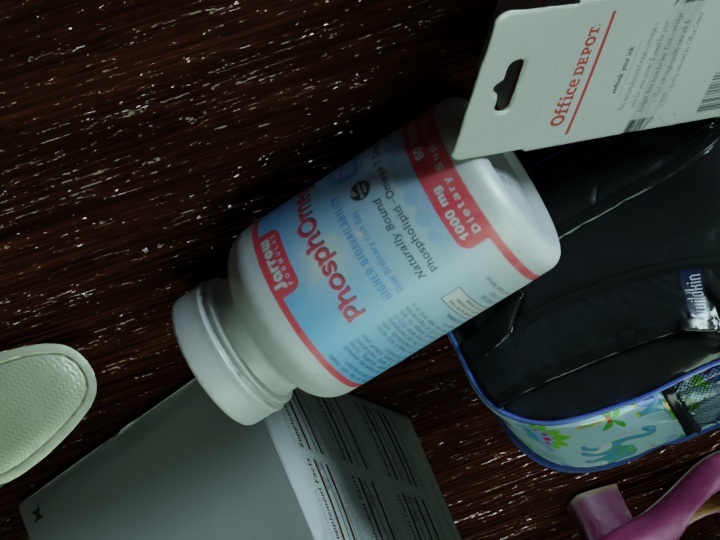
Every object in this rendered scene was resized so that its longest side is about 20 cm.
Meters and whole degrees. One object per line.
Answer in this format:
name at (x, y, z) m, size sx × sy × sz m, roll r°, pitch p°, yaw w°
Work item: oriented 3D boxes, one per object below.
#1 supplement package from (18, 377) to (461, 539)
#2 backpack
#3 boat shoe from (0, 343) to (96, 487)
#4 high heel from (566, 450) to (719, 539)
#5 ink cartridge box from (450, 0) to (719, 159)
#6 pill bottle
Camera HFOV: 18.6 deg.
supplement package at (-0.067, 0.179, 1.400) m, size 0.191 × 0.147 × 0.200 m, roll -36°, pitch 149°, yaw 19°
backpack at (0.155, 0.020, 1.271) m, size 0.200 × 0.183 × 0.147 m, roll -25°, pitch 149°, yaw 7°
boat shoe at (-0.238, 0.102, 1.262) m, size 0.200 × 0.072 × 0.068 m, roll -35°, pitch -175°, yaw 5°
high heel at (0.263, 0.200, 1.711) m, size 0.200 × 0.096 × 0.067 m, roll -15°, pitch 149°, yaw -15°
ink cartridge box at (0.136, -0.130, 1.135) m, size 0.200 × 0.068 × 0.116 m, roll -11°, pitch 146°, yaw -21°
pill bottle at (0.000, 0.000, 1.205) m, size 0.200 × 0.109 × 0.109 m, roll -32°, pitch 149°, yaw 13°
